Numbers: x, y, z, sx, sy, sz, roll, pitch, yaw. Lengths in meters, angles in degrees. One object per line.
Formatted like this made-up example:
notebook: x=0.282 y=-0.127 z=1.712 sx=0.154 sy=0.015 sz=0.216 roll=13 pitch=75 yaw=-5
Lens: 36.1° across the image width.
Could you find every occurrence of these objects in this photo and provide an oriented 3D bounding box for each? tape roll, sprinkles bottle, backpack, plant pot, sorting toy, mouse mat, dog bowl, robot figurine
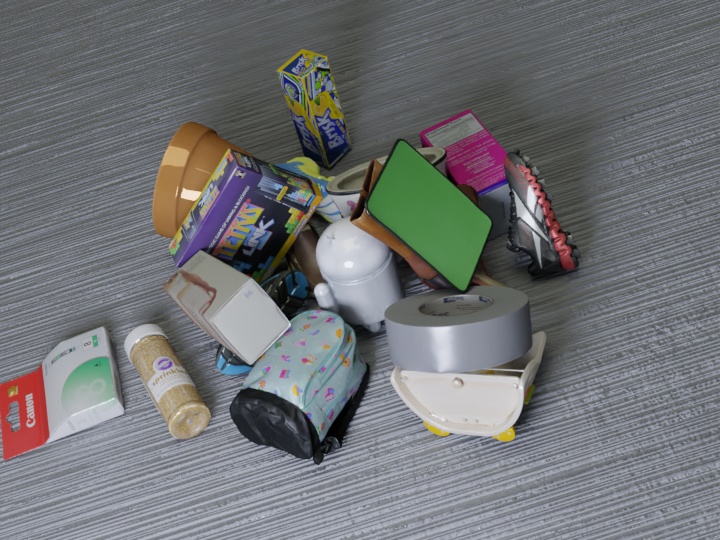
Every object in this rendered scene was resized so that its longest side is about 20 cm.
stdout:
tape roll: x=0.134 y=0.078 z=1.513 sx=0.198 sy=0.067 sz=0.200 roll=-8 pitch=12 yaw=2
sprinkles bottle: x=-0.293 y=0.165 z=1.666 sx=0.068 sy=0.069 sz=0.200 roll=-30 pitch=47 yaw=-12
backpack: x=-0.075 y=0.157 z=1.567 sx=0.166 sy=0.127 sz=0.200 roll=16 pitch=51 yaw=33
plant pot: x=-0.247 y=-0.136 z=1.861 sx=0.139 sy=0.201 sz=0.201 roll=16 pitch=53 yaw=9
sorting toy: x=0.175 y=0.137 z=1.534 sx=0.198 sy=0.108 sz=0.180 roll=1 pitch=34 yaw=33
mouse mat: x=0.101 y=-0.079 z=1.577 sx=0.008 sy=0.200 sz=0.162 roll=-32 pitch=24 yaw=46
dog bowl: x=0.049 y=-0.126 z=1.736 sx=0.198 sy=0.074 sz=0.200 roll=-16 pitch=17 yaw=5
robot figurine: x=0.000 y=0.000 z=1.636 sx=0.112 sy=0.201 sz=0.170 roll=27 pitch=61 yaw=36

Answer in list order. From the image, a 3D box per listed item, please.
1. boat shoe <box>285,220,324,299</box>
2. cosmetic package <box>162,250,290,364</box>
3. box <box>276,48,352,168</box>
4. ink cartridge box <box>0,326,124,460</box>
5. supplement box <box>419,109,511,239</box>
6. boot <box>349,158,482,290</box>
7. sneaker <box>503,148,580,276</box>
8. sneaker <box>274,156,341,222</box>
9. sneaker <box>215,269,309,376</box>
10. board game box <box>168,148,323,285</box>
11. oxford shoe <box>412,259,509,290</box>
boat shoe: x=-0.095 y=-0.038 z=1.789 sx=0.074 sy=0.075 sz=0.203 roll=-26 pitch=46 yaw=-8
cosmetic package: x=-0.199 y=0.051 z=1.619 sx=0.087 sy=0.104 sz=0.200 roll=-45 pitch=28 yaw=-13
box: x=-0.078 y=-0.279 z=1.921 sx=0.064 sy=0.201 sz=0.070 roll=25 pitch=58 yaw=35
ink cartridge box: x=-0.474 y=0.187 z=1.717 sx=0.198 sy=0.050 sz=0.162 roll=-19 pitch=45 yaw=-4
supplement box: x=0.186 y=-0.156 z=1.795 sx=0.103 sy=0.102 sz=0.201 roll=-24 pitch=45 yaw=-6
boot: x=0.079 y=-0.095 z=1.613 sx=0.068 sy=0.200 sz=0.189 roll=-12 pitch=47 yaw=53
sneaker: x=0.252 y=-0.081 z=1.669 sx=0.097 sy=0.202 sz=0.071 roll=-25 pitch=3 yaw=11
sneaker: x=-0.096 y=-0.129 z=1.860 sx=0.104 sy=0.076 sz=0.200 roll=-9 pitch=29 yaw=-28
sneaker: x=-0.159 y=0.083 z=1.716 sx=0.200 sy=0.073 sz=0.082 roll=-50 pitch=26 yaw=-24
board game box: x=-0.179 y=-0.075 z=1.726 sx=0.201 sy=0.164 sz=0.057 roll=-55 pitch=41 yaw=23
oxford shoe: x=0.170 y=0.006 z=1.671 sx=0.199 sy=0.071 sz=0.075 roll=28 pitch=59 yaw=36
